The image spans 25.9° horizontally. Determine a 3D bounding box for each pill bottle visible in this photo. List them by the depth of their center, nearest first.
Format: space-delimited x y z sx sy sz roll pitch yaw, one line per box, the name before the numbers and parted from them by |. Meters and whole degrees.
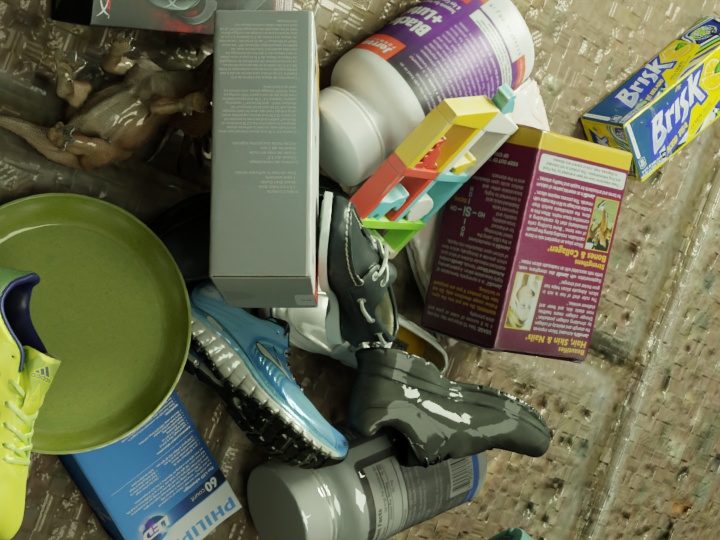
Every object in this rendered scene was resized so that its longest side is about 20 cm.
pill bottle | 0.045 -0.160 1.353 0.200 0.111 0.112 -37 121 -24
pill bottle | 0.006 0.187 1.411 0.199 0.114 0.114 -18 112 -32

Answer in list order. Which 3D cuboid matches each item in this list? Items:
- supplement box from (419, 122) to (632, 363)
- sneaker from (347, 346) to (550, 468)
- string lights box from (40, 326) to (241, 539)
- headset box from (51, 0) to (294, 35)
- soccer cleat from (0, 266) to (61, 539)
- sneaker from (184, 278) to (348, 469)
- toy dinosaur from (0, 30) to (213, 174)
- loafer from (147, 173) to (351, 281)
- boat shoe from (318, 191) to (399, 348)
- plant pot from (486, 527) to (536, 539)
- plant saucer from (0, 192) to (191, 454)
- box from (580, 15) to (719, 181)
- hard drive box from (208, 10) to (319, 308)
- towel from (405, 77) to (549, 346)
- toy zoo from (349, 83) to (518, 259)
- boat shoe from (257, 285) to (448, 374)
supplement box | 0.151 -0.028 1.427 0.131 0.103 0.201 10 95 -42
sneaker | 0.073 0.135 1.366 0.199 0.076 0.091 21 76 -18
string lights box | -0.189 0.146 1.290 0.103 0.059 0.201 -38 121 -23
headset box | -0.131 -0.259 1.219 0.199 0.077 0.150 0 101 -35
soccer cleat | -0.257 0.093 1.133 0.083 0.065 0.201 -8 78 3
sneaker | -0.075 0.082 1.317 0.200 0.078 0.090 48 60 -7
toy dinosaur | -0.185 -0.115 1.220 0.199 0.136 0.086 -20 74 -8
loafer | -0.095 -0.036 1.306 0.200 0.070 0.068 -21 113 -31
boat shoe | 0.000 0.000 1.268 0.200 0.060 0.076 80 16 -65
plant pot | 0.150 0.338 1.526 0.200 0.200 0.134 -39 95 -22
plant saucer | -0.230 0.041 1.203 0.199 0.031 0.201 2 79 -13
box | 0.317 -0.175 1.581 0.200 0.064 0.070 -39 122 -23
hard drive box | -0.071 -0.080 1.201 0.076 0.156 0.201 1 82 0
towel | 0.119 -0.055 1.486 0.191 0.032 0.201 -32 118 -25
toy zoo | 0.058 -0.085 1.332 0.200 0.020 0.131 -47 160 21
boat shoe | 0.000 0.056 1.400 0.200 0.070 0.071 27 85 -38
